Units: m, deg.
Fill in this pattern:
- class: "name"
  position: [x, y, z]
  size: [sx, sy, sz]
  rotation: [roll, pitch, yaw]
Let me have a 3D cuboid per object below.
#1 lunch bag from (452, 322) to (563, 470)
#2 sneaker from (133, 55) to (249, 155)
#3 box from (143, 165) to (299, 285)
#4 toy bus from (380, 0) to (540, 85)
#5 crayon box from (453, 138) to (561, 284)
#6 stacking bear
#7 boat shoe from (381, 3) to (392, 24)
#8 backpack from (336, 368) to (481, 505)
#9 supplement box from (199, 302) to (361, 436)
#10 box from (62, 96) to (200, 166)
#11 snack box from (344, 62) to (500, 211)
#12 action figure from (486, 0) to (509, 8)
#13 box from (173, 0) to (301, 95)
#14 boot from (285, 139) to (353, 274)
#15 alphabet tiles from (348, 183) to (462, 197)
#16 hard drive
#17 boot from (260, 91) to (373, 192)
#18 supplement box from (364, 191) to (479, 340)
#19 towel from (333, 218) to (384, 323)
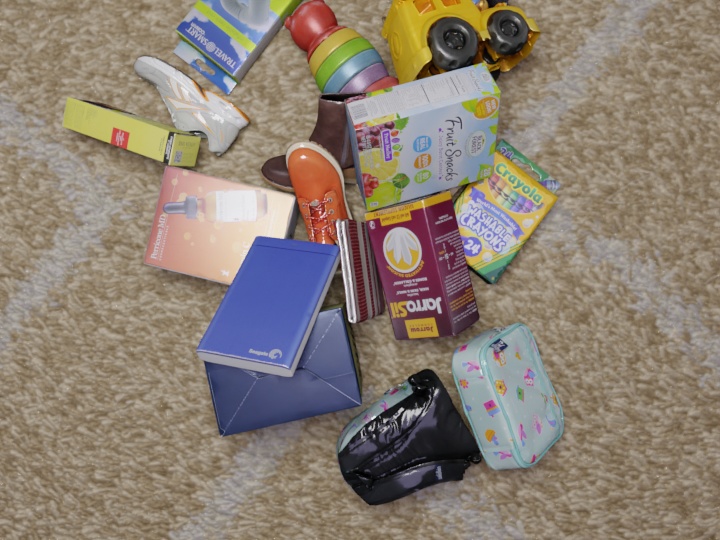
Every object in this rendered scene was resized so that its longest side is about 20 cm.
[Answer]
- class: "lunch bag"
  position: [0.226, 0.181, 1.017]
  size: [0.160, 0.077, 0.202]
  rotation: [-21, 91, -44]
- class: "sneaker"
  position: [-0.279, -0.256, 1.058]
  size: [0.199, 0.076, 0.092]
  rotation: [33, 94, 2]
- class: "box"
  position: [-0.207, -0.059, 1.038]
  size: [0.198, 0.106, 0.154]
  rotation: [13, 90, 0]
- class: "toy bus"
  position: [0.128, -0.359, 0.972]
  size: [0.198, 0.136, 0.194]
  rotation: [-18, 80, -15]
- class: "crayon box"
  position: [0.216, -0.096, 1.064]
  size: [0.125, 0.052, 0.201]
  rotation: [37, 89, 0]
- class: "stacking bear"
  position: [-0.033, -0.325, 1.042]
  size: [0.121, 0.114, 0.201]
  rotation: [-38, 85, 0]
- class: "boat shoe"
  position: [0.092, -0.324, 1.056]
  size: [0.064, 0.071, 0.200]
  rotation: [-39, 91, -1]
- class: "backpack"
  position: [0.060, 0.261, 1.024]
  size: [0.199, 0.127, 0.168]
  rotation: [-31, 88, -3]
- class: "supplement box"
  position: [-0.104, 0.135, 0.989]
  size: [0.198, 0.200, 0.136]
  rotation: [-12, 90, 0]
- class: "box"
  position: [-0.349, -0.211, 1.030]
  size: [0.198, 0.075, 0.051]
  rotation: [21, 103, 14]
- class: "snack box"
  position: [0.088, -0.182, 0.944]
  size: [0.198, 0.169, 0.068]
  rotation: [-17, 57, -3]
- class: "action figure"
  position: [0.173, -0.461, 1.037]
  size: [0.200, 0.119, 0.102]
  rotation: [41, 95, 6]
- class: "box"
  position: [-0.197, -0.397, 1.070]
  size: [0.122, 0.048, 0.201]
  rotation: [37, 89, 1]
- class: "boot"
  position: [-0.055, -0.090, 0.988]
  size: [0.074, 0.108, 0.201]
  rotation: [-13, 127, 15]
- class: "alphabet tiles"
  position: [0.084, -0.173, 1.061]
  size: [0.167, 0.008, 0.200]
  rotation: [43, 105, 1]
- class: "hard drive"
  position: [-0.117, 0.040, 0.898]
  size: [0.131, 0.025, 0.201]
  rotation: [7, 51, 18]
- class: "boot"
  position: [-0.058, -0.196, 1.004]
  size: [0.198, 0.167, 0.073]
  rotation: [-1, 53, 0]
- class: "supplement box"
  position: [0.093, -0.005, 1.013]
  size: [0.110, 0.085, 0.202]
  rotation: [-9, 98, 38]
- class: "towel"
  position: [0.000, 0.000, 0.992]
  size: [0.023, 0.200, 0.146]
  rotation: [-8, 89, 13]
